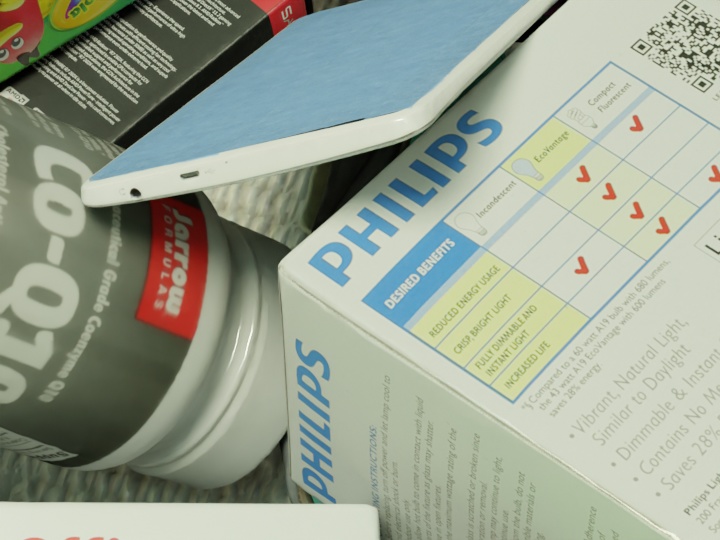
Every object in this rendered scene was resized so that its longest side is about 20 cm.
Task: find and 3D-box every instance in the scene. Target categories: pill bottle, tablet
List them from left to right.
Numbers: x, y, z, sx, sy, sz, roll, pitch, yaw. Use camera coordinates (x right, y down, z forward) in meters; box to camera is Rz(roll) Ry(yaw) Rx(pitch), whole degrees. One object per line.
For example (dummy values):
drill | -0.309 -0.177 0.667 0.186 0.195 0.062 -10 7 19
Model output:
pill bottle | -0.118 0.003 1.024 0.114 0.199 0.115 -26 53 41
tablet | -0.003 -0.068 1.026 0.129 0.200 0.014 -11 106 26

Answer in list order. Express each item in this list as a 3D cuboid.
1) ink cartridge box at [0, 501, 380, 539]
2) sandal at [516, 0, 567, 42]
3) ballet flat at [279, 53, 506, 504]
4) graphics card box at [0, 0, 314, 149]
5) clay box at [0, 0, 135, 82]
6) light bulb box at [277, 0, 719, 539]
ink cartridge box | -0.066 0.180 0.987 0.144 0.085 0.201 1 71 -14
sandal | 0.038 -0.120 1.148 0.199 0.048 0.075 6 25 2
ballet flat | 0.000 0.000 1.107 0.073 0.073 0.201 13 76 18
graphics card box | -0.129 -0.071 1.149 0.125 0.051 0.200 37 65 25
clay box | -0.189 -0.105 1.120 0.199 0.048 0.115 -33 55 -14
light bulb box | 0.108 0.028 1.002 0.200 0.125 0.198 33 59 24
